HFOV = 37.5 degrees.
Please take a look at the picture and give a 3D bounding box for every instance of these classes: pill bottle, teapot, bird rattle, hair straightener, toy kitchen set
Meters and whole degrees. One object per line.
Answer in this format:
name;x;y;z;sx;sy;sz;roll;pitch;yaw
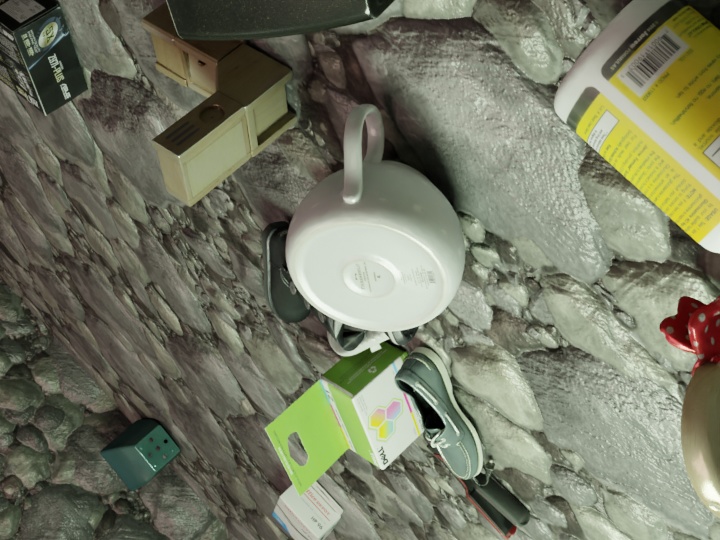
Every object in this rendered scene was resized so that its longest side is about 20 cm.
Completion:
pill bottle;0.237;-0.085;0.710;0.200;0.112;0.112;45;155;11
teapot;0.021;-0.046;1.101;0.197;0.146;0.200;30;137;-17
bird rattle;0.304;0.115;0.840;0.113;0.163;0.200;-6;132;40
hair straightener;0.159;0.267;1.437;0.200;0.041;0.077;51;134;12
toy kitchen set;-0.204;-0.221;1.171;0.200;0.180;0.163;32;149;25

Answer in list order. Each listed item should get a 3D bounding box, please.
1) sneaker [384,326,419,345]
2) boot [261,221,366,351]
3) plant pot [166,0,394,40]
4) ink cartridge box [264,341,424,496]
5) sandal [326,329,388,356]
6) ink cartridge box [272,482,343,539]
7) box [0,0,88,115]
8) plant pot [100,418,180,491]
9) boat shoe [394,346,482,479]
sneaker;0.000;0.000;1.255;0.083;0.072;0.200;-25;94;39
boot;-0.054;0.044;1.386;0.200;0.066;0.165;37;149;44
plant pot;-0.037;-0.294;0.804;0.177;0.200;0.200;18;142;28
ink cartridge box;-0.012;0.208;1.427;0.076;0.200;0.148;24;145;43
sandal;0.015;0.071;1.365;0.050;0.083;0.203;12;168;-26
ink cartridge box;-0.108;0.488;2.134;0.116;0.068;0.200;44;154;12
box;-0.528;-0.361;1.627;0.200;0.086;0.164;36;151;29
plant pot;-0.571;0.482;2.823;0.141;0.141;0.200;52;148;-6
boat shoe;0.097;0.197;1.371;0.073;0.062;0.200;-1;120;45
